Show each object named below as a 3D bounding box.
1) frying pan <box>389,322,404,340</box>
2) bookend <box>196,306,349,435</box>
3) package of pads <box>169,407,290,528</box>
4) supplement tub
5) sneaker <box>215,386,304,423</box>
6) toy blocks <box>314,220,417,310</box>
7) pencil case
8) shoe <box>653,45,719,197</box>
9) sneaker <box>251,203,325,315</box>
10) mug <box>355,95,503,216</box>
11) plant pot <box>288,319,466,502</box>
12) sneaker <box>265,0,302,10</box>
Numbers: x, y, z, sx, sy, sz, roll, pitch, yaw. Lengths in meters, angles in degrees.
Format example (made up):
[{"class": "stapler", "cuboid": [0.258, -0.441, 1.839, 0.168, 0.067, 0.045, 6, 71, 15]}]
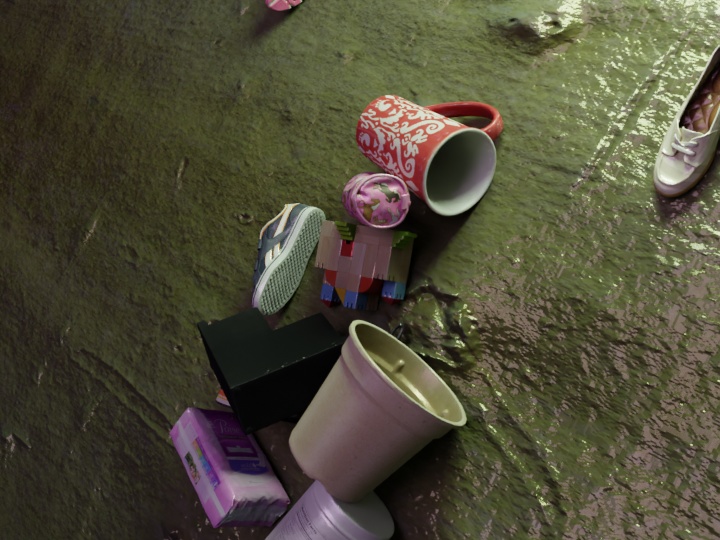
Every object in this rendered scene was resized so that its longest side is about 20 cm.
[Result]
[{"class": "frying pan", "cuboid": [-0.002, 0.167, 1.262, 0.114, 0.031, 0.191, 6, 77, 5]}, {"class": "bookend", "cuboid": [-0.127, 0.129, 1.330, 0.198, 0.093, 0.200, -21, 33, -16]}, {"class": "package of pads", "cuboid": [-0.206, 0.309, 1.342, 0.076, 0.120, 0.200, -53, 49, 17]}, {"class": "supplement tub", "cuboid": [-0.062, 0.390, 1.187, 0.200, 0.132, 0.132, -50, 49, 11]}, {"class": "sneaker", "cuboid": [-0.154, 0.189, 1.381, 0.199, 0.070, 0.091, 5, 79, 42]}, {"class": "toy blocks", "cuboid": [0.000, 0.000, 1.327, 0.199, 0.100, 0.138, 10, 91, 41]}, {"class": "pencil case", "cuboid": [0.021, -0.106, 1.279, 0.086, 0.083, 0.200, -36, 8, 1]}, {"class": "shoe", "cuboid": [0.420, -0.188, 1.071, 0.070, 0.053, 0.201, 29, 92, 42]}, {"class": "sneaker", "cuboid": [-0.136, -0.022, 1.445, 0.079, 0.078, 0.201, 20, 75, 37]}, {"class": "mug", "cuboid": [0.107, -0.187, 1.303, 0.200, 0.177, 0.134, 38, 135, 45]}, {"class": "plant pot", "cuboid": [0.009, 0.202, 1.154, 0.184, 0.200, 0.201, -50, 49, 11]}, {"class": "sneaker", "cuboid": [-0.126, -0.594, 1.663, 0.087, 0.074, 0.200, 37, 93, 41]}]
